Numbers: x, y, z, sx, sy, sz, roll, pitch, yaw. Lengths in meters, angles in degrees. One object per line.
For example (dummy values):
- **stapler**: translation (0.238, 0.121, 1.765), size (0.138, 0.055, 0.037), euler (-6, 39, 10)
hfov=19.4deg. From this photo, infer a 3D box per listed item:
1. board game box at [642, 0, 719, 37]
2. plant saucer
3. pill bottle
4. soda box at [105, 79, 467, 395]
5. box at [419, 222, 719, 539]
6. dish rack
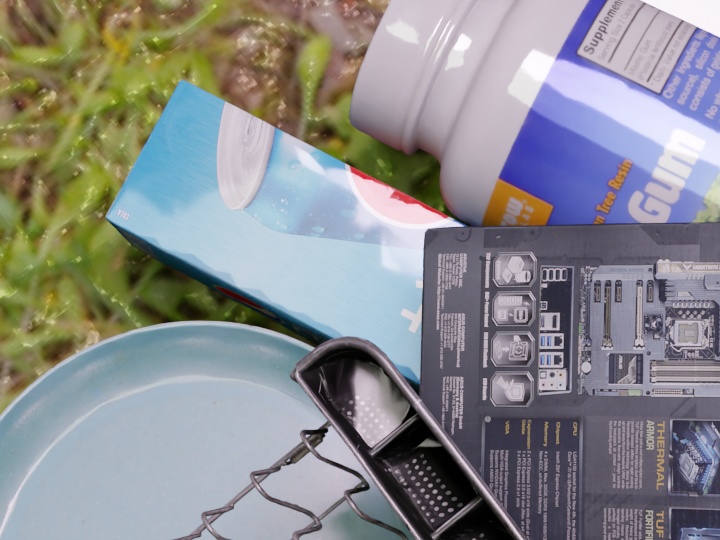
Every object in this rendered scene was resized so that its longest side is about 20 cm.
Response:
- **board game box**: translation (0.179, -0.169, 0.905), size (0.199, 0.026, 0.201), euler (27, 83, 7)
- **plant saucer**: translation (-0.065, 0.119, 0.827), size (0.199, 0.027, 0.201), euler (-1, 71, 4)
- **pill bottle**: translation (0.101, -0.051, 0.846), size (0.199, 0.112, 0.112), euler (26, 83, 7)
- **soda box**: translation (0.000, 0.000, 0.869), size (0.199, 0.064, 0.068), euler (27, 83, 7)
- **box**: translation (0.101, 0.083, 0.766), size (0.157, 0.051, 0.201), euler (-1, 85, 24)
- **dish rack**: translation (-0.025, 0.141, 0.753), size (0.200, 0.055, 0.154), euler (-41, 71, 8)
